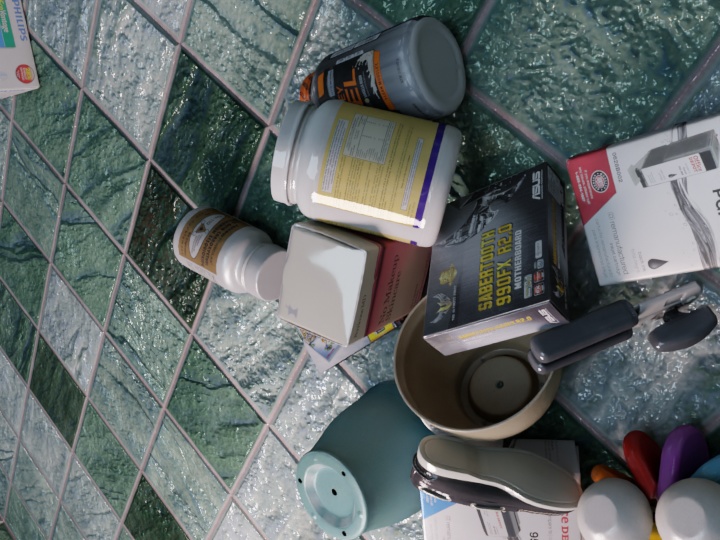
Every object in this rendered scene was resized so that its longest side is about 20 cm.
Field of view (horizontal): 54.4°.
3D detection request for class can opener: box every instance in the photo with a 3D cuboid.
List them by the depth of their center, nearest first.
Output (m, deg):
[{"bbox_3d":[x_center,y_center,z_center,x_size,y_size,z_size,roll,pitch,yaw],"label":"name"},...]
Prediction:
[{"bbox_3d":[0.279,0.069,0.739,0.053,0.200,0.067,79,168,-55],"label":"can opener"}]

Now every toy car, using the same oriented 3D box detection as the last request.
[{"bbox_3d":[0.347,0.247,0.772,0.200,0.175,0.150,-16,57,43],"label":"toy car"}]

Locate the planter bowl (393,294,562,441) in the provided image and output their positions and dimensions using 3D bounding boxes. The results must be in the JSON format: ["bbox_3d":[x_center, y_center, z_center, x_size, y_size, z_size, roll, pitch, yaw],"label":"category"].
[{"bbox_3d":[0.158,0.123,0.862,0.200,0.200,0.135,16,158,37],"label":"planter bowl"}]

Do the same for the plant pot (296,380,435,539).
[{"bbox_3d":[0.016,0.291,1.034,0.200,0.188,0.200,14,113,36],"label":"plant pot"}]

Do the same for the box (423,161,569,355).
[{"bbox_3d":[0.156,-0.014,0.808,0.158,0.200,0.048,-20,134,36],"label":"box"}]

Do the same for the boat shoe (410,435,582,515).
[{"bbox_3d":[0.157,0.250,0.821,0.200,0.074,0.060,13,124,-4],"label":"boat shoe"}]

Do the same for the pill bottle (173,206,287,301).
[{"bbox_3d":[-0.210,-0.026,1.174,0.200,0.114,0.115,25,119,33],"label":"pill bottle"}]

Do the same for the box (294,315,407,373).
[{"bbox_3d":[-0.029,0.062,1.098,0.200,0.038,0.137,-36,80,42],"label":"box"}]

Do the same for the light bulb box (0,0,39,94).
[{"bbox_3d":[-0.835,-0.489,1.557,0.200,0.125,0.199,3,106,41],"label":"light bulb box"}]

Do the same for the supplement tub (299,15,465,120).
[{"bbox_3d":[0.023,-0.235,0.896,0.200,0.122,0.123,-9,98,43],"label":"supplement tub"}]

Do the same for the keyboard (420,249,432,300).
[{"bbox_3d":[0.118,0.038,0.975,0.104,0.040,0.200,45,133,50],"label":"keyboard"}]

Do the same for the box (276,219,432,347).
[{"bbox_3d":[0.000,0.000,0.907,0.109,0.200,0.128,21,111,25],"label":"box"}]

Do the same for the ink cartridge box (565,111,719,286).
[{"bbox_3d":[0.331,-0.076,0.707,0.200,0.083,0.147,-14,94,43],"label":"ink cartridge box"}]

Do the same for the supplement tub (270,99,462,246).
[{"bbox_3d":[0.008,-0.118,0.828,0.200,0.145,0.146,14,117,4],"label":"supplement tub"}]

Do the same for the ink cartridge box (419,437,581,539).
[{"bbox_3d":[0.182,0.300,0.908,0.200,0.084,0.145,-3,106,13],"label":"ink cartridge box"}]

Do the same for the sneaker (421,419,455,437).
[{"bbox_3d":[0.155,0.232,0.986,0.074,0.082,0.200,-36,98,9],"label":"sneaker"}]
